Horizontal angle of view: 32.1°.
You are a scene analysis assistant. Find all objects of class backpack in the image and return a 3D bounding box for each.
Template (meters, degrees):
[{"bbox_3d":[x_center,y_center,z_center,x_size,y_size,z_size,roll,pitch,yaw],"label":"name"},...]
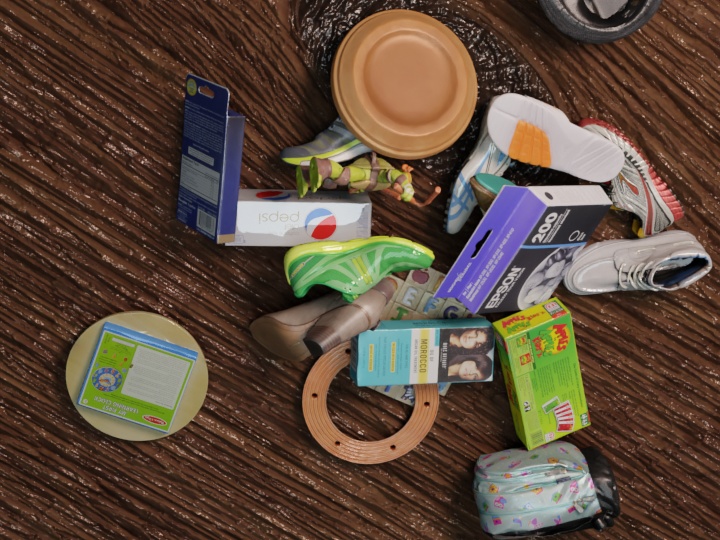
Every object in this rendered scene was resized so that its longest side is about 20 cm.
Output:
[{"bbox_3d":[0.262,0.317,1.809,0.198,0.167,0.128,-11,88,2],"label":"backpack"}]

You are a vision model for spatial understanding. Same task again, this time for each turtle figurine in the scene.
[{"bbox_3d":[0.008,-0.120,1.608,0.160,0.200,0.065,1,98,-24],"label":"turtle figurine"}]

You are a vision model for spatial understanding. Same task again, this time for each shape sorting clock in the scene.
[{"bbox_3d":[-0.314,0.149,1.759,0.198,0.039,0.202,-2,108,-5],"label":"shape sorting clock"}]

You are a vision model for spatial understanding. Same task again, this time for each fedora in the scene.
[{"bbox_3d":[0.300,-0.397,1.610,0.198,0.092,0.203,-1,107,-4],"label":"fedora"}]

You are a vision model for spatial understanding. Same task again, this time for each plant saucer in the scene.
[{"bbox_3d":[0.061,-0.246,1.621,0.198,0.037,0.202,3,79,-15],"label":"plant saucer"}]

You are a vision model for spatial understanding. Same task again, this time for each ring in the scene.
[{"bbox_3d":[0.014,0.185,1.802,0.198,0.019,0.202,-2,107,-5],"label":"ring"}]

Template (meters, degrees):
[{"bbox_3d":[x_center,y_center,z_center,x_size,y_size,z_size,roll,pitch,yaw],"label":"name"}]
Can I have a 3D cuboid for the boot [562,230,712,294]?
[{"bbox_3d":[0.384,-0.004,1.737,0.198,0.096,0.074,-17,108,1],"label":"boot"}]

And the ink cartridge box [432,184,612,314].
[{"bbox_3d":[0.217,-0.026,1.662,0.199,0.043,0.199,-3,134,-41],"label":"ink cartridge box"}]

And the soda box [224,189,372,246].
[{"bbox_3d":[-0.086,-0.071,1.694,0.198,0.068,0.064,1,108,-5],"label":"soda box"}]

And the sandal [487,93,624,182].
[{"bbox_3d":[0.251,-0.174,1.648,0.205,0.059,0.080,22,111,-20],"label":"sandal"}]

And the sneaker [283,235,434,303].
[{"bbox_3d":[0.000,0.000,1.644,0.198,0.074,0.084,-6,84,5],"label":"sneaker"}]

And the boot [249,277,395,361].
[{"bbox_3d":[-0.047,0.057,1.722,0.146,0.199,0.071,-41,120,-28],"label":"boot"}]

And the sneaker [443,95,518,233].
[{"bbox_3d":[0.169,-0.135,1.691,0.072,0.072,0.201,26,104,2],"label":"sneaker"}]

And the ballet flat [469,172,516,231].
[{"bbox_3d":[0.209,-0.083,1.685,0.199,0.068,0.073,3,131,-43],"label":"ballet flat"}]

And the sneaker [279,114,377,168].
[{"bbox_3d":[-0.015,-0.187,1.672,0.198,0.074,0.082,-17,88,2],"label":"sneaker"}]

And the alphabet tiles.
[{"bbox_3d":[0.078,0.092,1.790,0.165,0.006,0.201,24,104,-11],"label":"alphabet tiles"}]

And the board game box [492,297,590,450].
[{"bbox_3d":[0.257,0.148,1.770,0.101,0.048,0.201,-21,121,-10],"label":"board game box"}]

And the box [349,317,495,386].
[{"bbox_3d":[0.087,0.114,1.750,0.198,0.049,0.083,-1,103,-13],"label":"box"}]

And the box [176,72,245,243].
[{"bbox_3d":[-0.196,-0.149,1.635,0.032,0.121,0.202,-7,112,-34],"label":"box"}]

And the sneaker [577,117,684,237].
[{"bbox_3d":[0.358,-0.125,1.707,0.082,0.078,0.200,-39,106,9],"label":"sneaker"}]
